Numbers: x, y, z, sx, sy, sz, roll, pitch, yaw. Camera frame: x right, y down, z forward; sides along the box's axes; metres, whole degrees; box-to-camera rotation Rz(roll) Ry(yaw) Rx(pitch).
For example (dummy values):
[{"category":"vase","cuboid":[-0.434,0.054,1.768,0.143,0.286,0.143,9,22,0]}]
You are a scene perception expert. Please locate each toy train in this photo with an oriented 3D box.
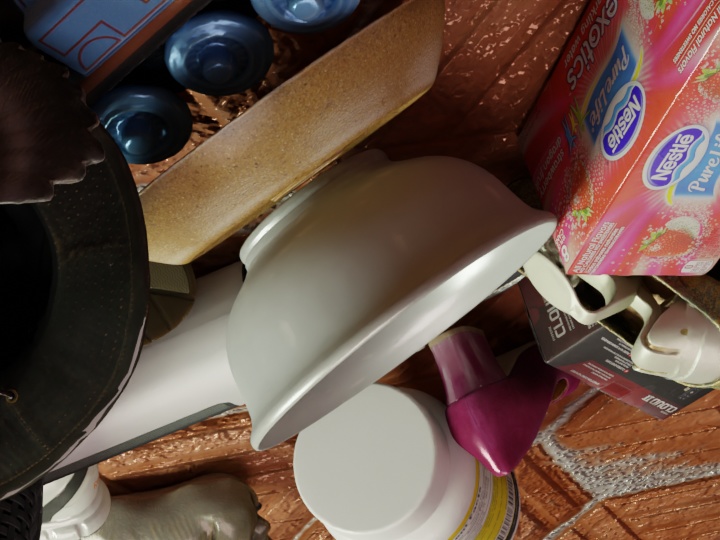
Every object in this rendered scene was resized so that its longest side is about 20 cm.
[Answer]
[{"category":"toy train","cuboid":[-0.085,-0.128,0.640,0.199,0.087,0.114,-33,134,30]}]

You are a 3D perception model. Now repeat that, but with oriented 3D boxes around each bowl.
[{"category":"bowl","cuboid":[0.000,0.000,0.802,0.200,0.091,0.201,-35,171,-6]}]

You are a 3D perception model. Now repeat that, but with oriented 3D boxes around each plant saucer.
[{"category":"plant saucer","cuboid":[-0.033,-0.058,0.702,0.199,0.036,0.200,-36,-177,2]}]

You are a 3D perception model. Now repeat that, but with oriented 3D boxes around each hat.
[{"category":"hat","cuboid":[-0.175,0.003,0.652,0.199,0.202,0.081,-21,-175,8]}]

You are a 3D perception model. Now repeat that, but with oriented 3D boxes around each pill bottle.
[{"category":"pill bottle","cuboid":[0.033,0.143,1.021,0.113,0.115,0.200,-23,156,11]}]

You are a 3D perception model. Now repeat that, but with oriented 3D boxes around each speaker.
[{"category":"speaker","cuboid":[-0.139,0.064,0.903,0.198,0.082,0.081,-22,145,9]}]

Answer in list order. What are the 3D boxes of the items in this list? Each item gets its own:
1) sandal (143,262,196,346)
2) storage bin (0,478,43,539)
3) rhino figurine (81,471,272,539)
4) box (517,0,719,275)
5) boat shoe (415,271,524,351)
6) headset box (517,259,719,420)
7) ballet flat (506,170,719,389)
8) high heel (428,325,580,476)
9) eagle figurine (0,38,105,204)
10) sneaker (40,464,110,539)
[{"category":"sandal","cuboid":[-0.188,0.028,0.833,0.199,0.082,0.055,-26,-171,-15]},{"category":"storage bin","cuboid":[-0.279,0.145,0.839,0.198,0.094,0.136,5,137,-9]},{"category":"rhino figurine","cuboid":[-0.162,0.194,1.092,0.198,0.060,0.088,-10,126,-7]},{"category":"box","cuboid":[0.168,-0.095,0.782,0.095,0.100,0.201,0,144,-21]},{"category":"boat shoe","cuboid":[0.024,0.033,0.936,0.198,0.063,0.073,-23,145,11]},{"category":"headset box","cuboid":[0.208,0.011,0.967,0.199,0.078,0.148,-35,141,27]},{"category":"ballet flat","cuboid":[0.155,0.019,0.864,0.071,0.199,0.071,-50,169,-14]},{"category":"high heel","cuboid":[0.111,0.093,1.003,0.067,0.097,0.200,-28,159,17]},{"category":"eagle figurine","cuboid":[-0.216,-0.021,0.564,0.198,0.152,0.152,15,145,-27]},{"category":"sneaker","cuboid":[-0.265,0.141,0.985,0.198,0.074,0.081,-11,132,-14]}]
